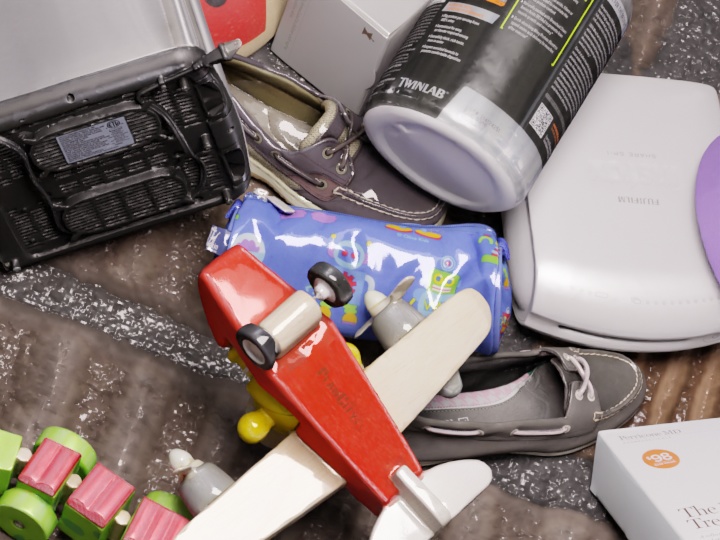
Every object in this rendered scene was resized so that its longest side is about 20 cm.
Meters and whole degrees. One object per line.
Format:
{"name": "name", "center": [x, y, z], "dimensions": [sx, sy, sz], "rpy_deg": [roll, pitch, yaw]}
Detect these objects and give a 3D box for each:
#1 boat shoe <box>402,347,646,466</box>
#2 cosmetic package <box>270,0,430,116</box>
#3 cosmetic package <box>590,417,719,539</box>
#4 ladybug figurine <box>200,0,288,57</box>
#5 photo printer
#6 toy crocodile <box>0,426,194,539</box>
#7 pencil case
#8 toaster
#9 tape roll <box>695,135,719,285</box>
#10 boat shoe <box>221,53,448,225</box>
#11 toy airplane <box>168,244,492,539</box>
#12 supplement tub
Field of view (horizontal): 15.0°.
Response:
{"name": "boat shoe", "center": [0.103, 0.084, 1.768], "dimensions": [0.200, 0.057, 0.067], "rpy_deg": [-10, 62, -21]}
{"name": "cosmetic package", "center": [0.039, -0.210, 1.892], "dimensions": [0.085, 0.108, 0.200], "rpy_deg": [41, 57, 10]}
{"name": "cosmetic package", "center": [0.268, 0.149, 1.742], "dimensions": [0.200, 0.052, 0.151], "rpy_deg": [-5, 27, -19]}
{"name": "ladybug figurine", "center": [-0.134, -0.198, 1.855], "dimensions": [0.200, 0.072, 0.136], "rpy_deg": [-18, 68, -24]}
{"name": "photo printer", "center": [0.175, -0.037, 1.850], "dimensions": [0.166, 0.069, 0.200], "rpy_deg": [4, 58, -14]}
{"name": "toy crocodile", "center": [-0.155, 0.147, 1.655], "dimensions": [0.200, 0.062, 0.068], "rpy_deg": [30, 57, 2]}
{"name": "pencil case", "center": [0.000, 0.000, 1.757], "dimensions": [0.200, 0.087, 0.078], "rpy_deg": [8, 15, -1]}
{"name": "toaster", "center": [-0.164, -0.106, 1.699], "dimensions": [0.200, 0.181, 0.119], "rpy_deg": [-17, 62, 1]}
{"name": "tape roll", "center": [0.318, -0.021, 1.840], "dimensions": [0.200, 0.066, 0.200], "rpy_deg": [25, 48, -32]}
{"name": "boat shoe", "center": [-0.030, -0.085, 1.823], "dimensions": [0.200, 0.065, 0.072], "rpy_deg": [28, 56, 1]}
{"name": "toy airplane", "center": [-0.019, 0.094, 1.661], "dimensions": [0.200, 0.141, 0.199], "rpy_deg": [8, 82, -26]}
{"name": "supplement tub", "center": [0.099, -0.148, 1.792], "dimensions": [0.123, 0.123, 0.200], "rpy_deg": [32, 71, 3]}
